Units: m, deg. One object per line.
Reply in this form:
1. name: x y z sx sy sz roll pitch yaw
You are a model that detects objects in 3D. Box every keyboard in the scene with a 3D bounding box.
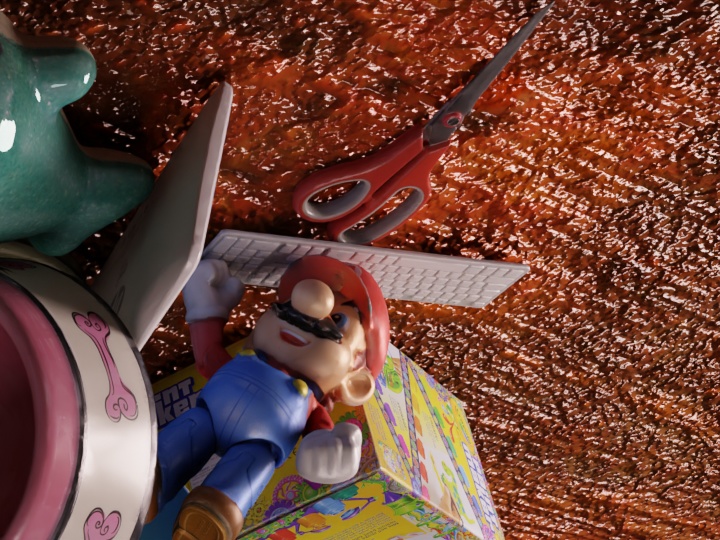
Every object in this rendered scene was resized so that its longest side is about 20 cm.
1. keyboard: 0.000 0.000 1.136 0.200 0.011 0.056 6 157 -29

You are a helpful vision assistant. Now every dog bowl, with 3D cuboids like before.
1. dog bowl: -0.199 0.084 0.933 0.200 0.200 0.074 -26 159 16

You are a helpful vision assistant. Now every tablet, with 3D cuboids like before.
1. tablet: -0.117 0.008 1.012 0.014 0.130 0.200 22 134 -16

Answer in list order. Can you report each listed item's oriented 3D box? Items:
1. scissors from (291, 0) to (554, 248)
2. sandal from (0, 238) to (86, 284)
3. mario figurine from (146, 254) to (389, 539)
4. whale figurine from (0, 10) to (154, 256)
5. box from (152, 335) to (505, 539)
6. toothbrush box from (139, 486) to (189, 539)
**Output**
1. scissors: 0.045 -0.074 1.061 0.200 0.014 0.073 -37 139 27
2. sandal: -0.244 0.021 1.039 0.201 0.057 0.080 -3 144 -18
3. mario figurine: -0.051 0.053 1.044 0.123 0.200 0.106 51 137 -11
4. whale figurine: -0.181 -0.047 0.926 0.159 0.104 0.200 -31 143 21
5. box: -0.046 0.140 1.226 0.200 0.122 0.193 -26 147 15
6. toothbrush box: -0.203 0.150 1.072 0.200 0.146 0.085 -30 154 -26
